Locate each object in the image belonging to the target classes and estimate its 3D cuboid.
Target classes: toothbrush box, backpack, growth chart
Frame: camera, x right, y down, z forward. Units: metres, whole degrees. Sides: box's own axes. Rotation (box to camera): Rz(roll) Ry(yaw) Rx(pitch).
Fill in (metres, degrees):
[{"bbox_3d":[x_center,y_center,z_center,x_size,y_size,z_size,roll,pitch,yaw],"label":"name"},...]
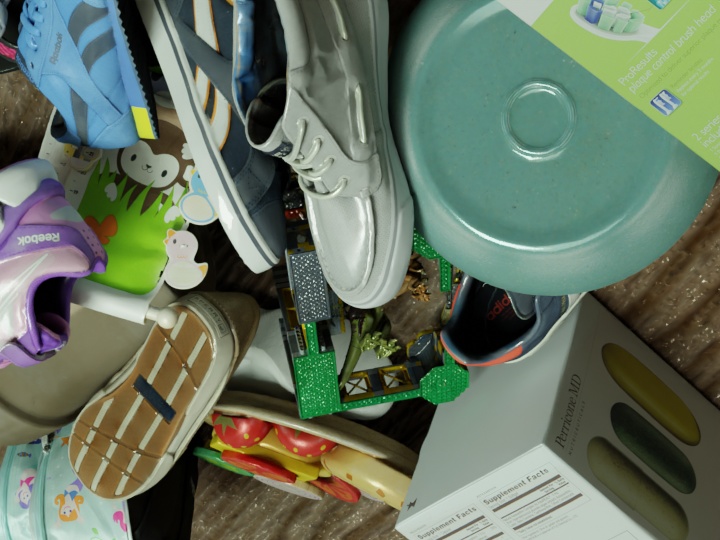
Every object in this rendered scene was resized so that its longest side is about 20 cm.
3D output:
[{"bbox_3d":[0.165,-0.146,0.598,0.199,0.146,0.086,35,134,-10],"label":"toothbrush box"},{"bbox_3d":[-0.203,0.188,0.984,0.149,0.201,0.179,-11,129,-1],"label":"backpack"},{"bbox_3d":[-0.153,-0.067,0.796,0.143,0.202,0.018,7,165,12],"label":"growth chart"}]

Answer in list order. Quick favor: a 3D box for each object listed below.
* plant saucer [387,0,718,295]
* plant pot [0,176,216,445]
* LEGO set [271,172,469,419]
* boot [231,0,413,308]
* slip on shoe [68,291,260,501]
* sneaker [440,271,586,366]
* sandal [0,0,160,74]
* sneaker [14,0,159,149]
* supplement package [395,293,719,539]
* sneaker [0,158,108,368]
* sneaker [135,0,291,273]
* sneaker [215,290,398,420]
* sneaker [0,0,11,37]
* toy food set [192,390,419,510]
[{"bbox_3d":[0.101,-0.084,0.684,0.198,0.036,0.202,2,97,16],"label":"plant saucer"},{"bbox_3d":[-0.205,0.002,0.875,0.172,0.201,0.201,-22,119,18],"label":"plant pot"},{"bbox_3d":[0.000,0.000,0.849,0.152,0.116,0.201,-17,131,-2],"label":"LEGO set"},{"bbox_3d":[-0.028,-0.069,0.677,0.073,0.095,0.202,2,104,39],"label":"boot"},{"bbox_3d":[-0.134,0.085,0.846,0.076,0.060,0.201,44,124,13],"label":"slip on shoe"},{"bbox_3d":[0.114,-0.017,0.743,0.075,0.084,0.201,40,119,23],"label":"sneaker"},{"bbox_3d":[-0.202,-0.165,0.791,0.198,0.045,0.076,3,94,15],"label":"sandal"},{"bbox_3d":[-0.168,-0.141,0.707,0.078,0.066,0.201,-7,145,-3],"label":"sneaker"},{"bbox_3d":[0.159,0.154,0.858,0.200,0.152,0.150,40,133,-13],"label":"supplement package"},{"bbox_3d":[-0.224,0.033,0.745,0.088,0.080,0.201,40,101,2],"label":"sneaker"},{"bbox_3d":[-0.070,-0.103,0.737,0.079,0.078,0.202,-21,89,3],"label":"sneaker"},{"bbox_3d":[-0.063,0.073,0.953,0.198,0.076,0.089,19,147,15],"label":"sneaker"},{"bbox_3d":[-0.256,-0.227,0.769,0.199,0.116,0.076,36,-178,31],"label":"sneaker"},{"bbox_3d":[-0.035,0.146,0.959,0.198,0.049,0.198,21,164,-9],"label":"toy food set"}]
